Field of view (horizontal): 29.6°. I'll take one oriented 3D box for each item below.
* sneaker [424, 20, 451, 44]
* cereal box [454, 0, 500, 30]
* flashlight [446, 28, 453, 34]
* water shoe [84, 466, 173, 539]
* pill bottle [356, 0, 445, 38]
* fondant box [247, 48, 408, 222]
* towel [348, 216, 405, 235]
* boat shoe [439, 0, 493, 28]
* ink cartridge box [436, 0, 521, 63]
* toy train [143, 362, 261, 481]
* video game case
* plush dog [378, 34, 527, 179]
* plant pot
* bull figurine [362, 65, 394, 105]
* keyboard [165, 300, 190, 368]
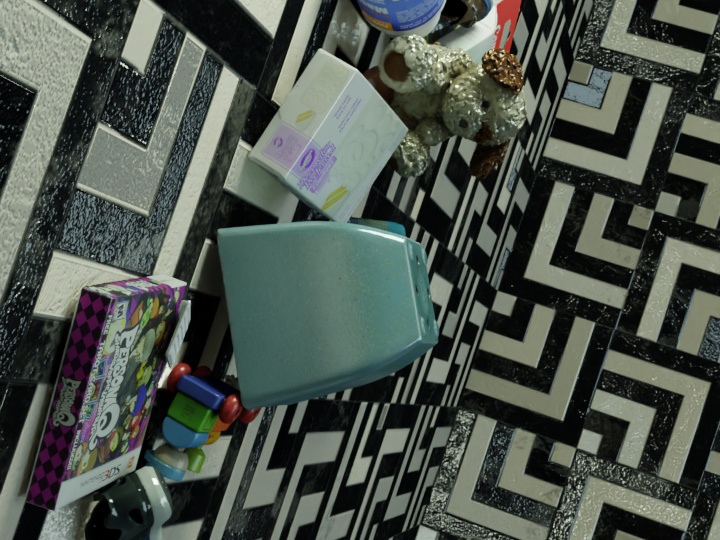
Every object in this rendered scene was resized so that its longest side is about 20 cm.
[{"bbox_3d":[0.093,-0.283,1.904,0.081,0.074,0.200,-22,146,-19],"label":"sneaker"},{"bbox_3d":[0.162,-0.424,1.993,0.144,0.039,0.200,69,26,-12],"label":"cereal box"},{"bbox_3d":[0.124,-0.328,2.066,0.068,0.068,0.200,-17,130,-27],"label":"flashlight"},{"bbox_3d":[-0.244,0.256,1.374,0.079,0.072,0.200,-16,152,-24],"label":"water shoe"},{"bbox_3d":[0.044,-0.346,1.607,0.200,0.112,0.112,57,53,-73],"label":"pill bottle"},{"bbox_3d":[-0.033,-0.146,1.552,0.144,0.058,0.200,-57,156,-1],"label":"fondant box"},{"bbox_3d":[0.000,0.000,1.856,0.200,0.022,0.147,5,103,-65],"label":"towel"},{"bbox_3d":[0.122,-0.355,1.753,0.072,0.072,0.200,-52,167,-7],"label":"boat shoe"},{"bbox_3d":[0.171,-0.289,1.919,0.200,0.050,0.161,-34,150,-33],"label":"ink cartridge box"},{"bbox_3d":[-0.170,0.174,1.518,0.116,0.085,0.200,-61,167,0],"label":"toy train"},{"bbox_3d":[-0.232,0.106,1.257,0.181,0.036,0.200,-13,120,-77],"label":"video game case"},{"bbox_3d":[0.123,-0.211,1.678,0.161,0.172,0.200,-52,156,-42],"label":"plush dog"},{"bbox_3d":[-0.024,0.039,1.508,0.196,0.200,0.197,15,65,-76],"label":"plant pot"},{"bbox_3d":[-0.001,-0.201,1.726,0.200,0.065,0.122,-42,152,-59],"label":"bull figurine"},{"bbox_3d":[-0.179,0.065,1.341,0.200,0.011,0.056,134,-29,-80],"label":"keyboard"}]
